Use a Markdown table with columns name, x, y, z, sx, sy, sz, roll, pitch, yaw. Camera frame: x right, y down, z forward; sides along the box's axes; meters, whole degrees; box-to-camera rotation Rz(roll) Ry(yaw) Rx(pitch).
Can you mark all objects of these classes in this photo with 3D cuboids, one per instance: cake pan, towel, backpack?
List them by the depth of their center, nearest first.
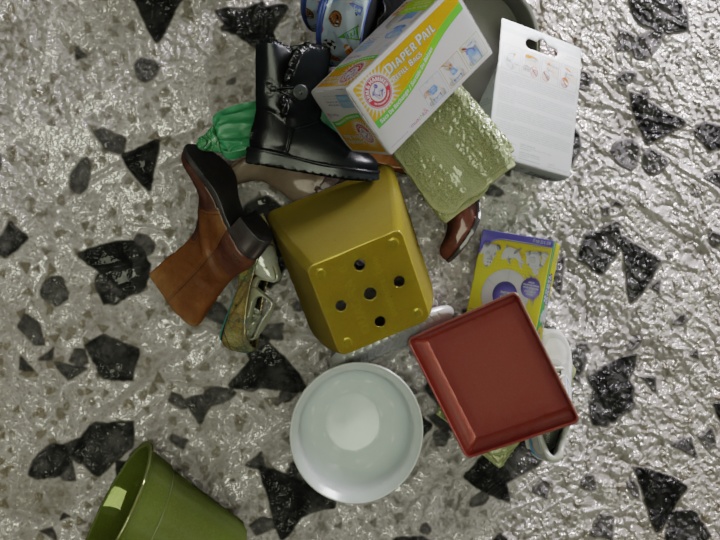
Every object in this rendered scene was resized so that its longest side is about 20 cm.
| name | x | y | z | sx | sy | sz | roll | pitch | yaw |
| --- | --- | --- | --- | --- | --- | --- | --- | --- | --- |
| backpack | -0.001 | -0.373 | 1.233 | 0.151 | 0.200 | 0.195 | 13 | 84 | 17 |
| towel | 0.112 | -0.186 | 1.249 | 0.148 | 0.036 | 0.201 | -41 | 82 | 24 |
| cake pan | 0.170 | -0.325 | 1.305 | 0.195 | 0.037 | 0.205 | -4 | 104 | -18 |
| towel | 0.222 | 0.184 | 1.362 | 0.148 | 0.036 | 0.201 | 41 | 89 | -6 |

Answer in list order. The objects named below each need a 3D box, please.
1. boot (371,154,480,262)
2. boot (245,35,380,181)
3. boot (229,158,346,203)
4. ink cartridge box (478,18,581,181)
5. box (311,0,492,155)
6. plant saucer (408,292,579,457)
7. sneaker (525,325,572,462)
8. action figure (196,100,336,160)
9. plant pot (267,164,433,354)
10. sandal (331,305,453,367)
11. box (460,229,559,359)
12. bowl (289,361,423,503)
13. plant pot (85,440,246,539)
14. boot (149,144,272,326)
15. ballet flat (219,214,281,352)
| name | x | y | z | sx | sy | sz | roll | pitch | yaw |
| --- | --- | --- | --- | --- | --- | --- | --- | --- | --- |
| boot | 0.092 | -0.133 | 1.314 | 0.196 | 0.068 | 0.192 | 22 | 91 | -6 |
| boot | -0.054 | -0.213 | 1.186 | 0.196 | 0.076 | 0.173 | 8 | 94 | -20 |
| boot | -0.094 | -0.129 | 1.296 | 0.198 | 0.070 | 0.148 | -34 | 98 | -3 |
| ink cartridge box | 0.248 | -0.248 | 1.315 | 0.157 | 0.047 | 0.205 | 11 | 82 | -28 |
| box | 0.052 | -0.252 | 1.128 | 0.200 | 0.112 | 0.102 | -45 | 115 | -13 |
| plant saucer | 0.193 | 0.150 | 1.280 | 0.197 | 0.037 | 0.203 | -26 | 93 | 34 |
| sneaker | 0.286 | 0.185 | 1.306 | 0.073 | 0.087 | 0.206 | -1 | 91 | -2 |
| action figure | -0.132 | -0.196 | 1.226 | 0.196 | 0.055 | 0.121 | -15 | 86 | -20 |
| plant pot | 0.000 | 0.000 | 1.229 | 0.196 | 0.177 | 0.204 | -22 | 112 | -2 |
| sandal | 0.044 | 0.087 | 1.324 | 0.199 | 0.083 | 0.051 | -24 | 67 | -5 |
| box | 0.218 | 0.049 | 1.315 | 0.115 | 0.048 | 0.205 | 10 | 88 | 27 |
| bowl | -0.010 | 0.230 | 1.313 | 0.196 | 0.090 | 0.207 | 0 | 94 | -6 |
| plant pot | -0.269 | 0.378 | 1.262 | 0.188 | 0.200 | 0.203 | 32 | 90 | -20 |
| boot | -0.235 | -0.051 | 1.264 | 0.189 | 0.068 | 0.200 | 50 | 120 | 2 |
| ballet flat | -0.150 | 0.023 | 1.295 | 0.069 | 0.071 | 0.205 | 15 | 96 | -6 |
